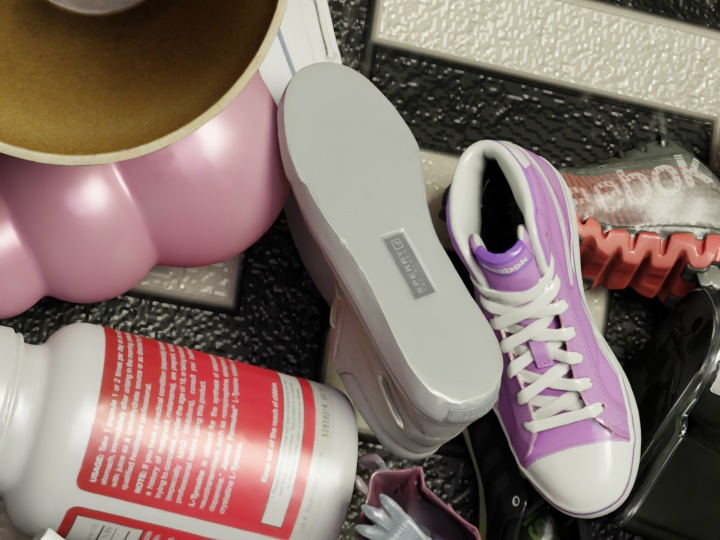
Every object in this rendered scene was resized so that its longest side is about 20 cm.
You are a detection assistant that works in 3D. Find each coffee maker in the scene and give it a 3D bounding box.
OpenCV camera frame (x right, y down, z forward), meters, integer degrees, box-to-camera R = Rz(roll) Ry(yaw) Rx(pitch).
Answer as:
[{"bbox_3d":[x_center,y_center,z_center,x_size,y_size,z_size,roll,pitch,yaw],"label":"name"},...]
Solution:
[{"bbox_3d":[0.234,0.130,1.093,0.200,0.135,0.192,23,88,-9],"label":"coffee maker"}]

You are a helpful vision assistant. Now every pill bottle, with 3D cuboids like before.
[{"bbox_3d":[-0.111,0.091,1.002,0.200,0.112,0.112,16,79,-16],"label":"pill bottle"}]

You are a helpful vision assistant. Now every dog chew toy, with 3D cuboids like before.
[{"bbox_3d":[-0.137,-0.041,1.010,0.200,0.125,0.125,-27,92,-12],"label":"dog chew toy"}]

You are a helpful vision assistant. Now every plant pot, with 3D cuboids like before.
[{"bbox_3d":[-0.128,-0.158,0.918,0.186,0.200,0.187,-1,103,-4],"label":"plant pot"}]

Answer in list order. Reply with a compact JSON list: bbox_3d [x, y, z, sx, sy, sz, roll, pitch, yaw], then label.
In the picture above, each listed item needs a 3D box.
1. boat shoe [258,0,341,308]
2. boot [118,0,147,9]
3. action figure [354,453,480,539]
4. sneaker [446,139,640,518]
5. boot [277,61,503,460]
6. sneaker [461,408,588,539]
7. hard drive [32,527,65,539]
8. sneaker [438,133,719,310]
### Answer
[{"bbox_3d":[-0.015,-0.070,1.075,0.065,0.074,0.200,-19,90,-15],"label":"boat shoe"},{"bbox_3d":[-0.164,-0.198,1.052,0.107,0.075,0.200,-24,96,-1],"label":"boot"},{"bbox_3d":[0.048,0.164,1.005,0.149,0.200,0.134,10,76,10],"label":"action figure"},{"bbox_3d":[0.085,0.030,1.007,0.073,0.114,0.201,-19,79,13],"label":"sneaker"},{"bbox_3d":[0.000,0.000,0.999,0.074,0.096,0.200,-13,70,-27],"label":"boot"},{"bbox_3d":[0.102,0.113,1.085,0.072,0.083,0.200,-3,84,-19],"label":"sneaker"},{"bbox_3d":[-0.108,0.232,0.910,0.200,0.026,0.132,40,72,-11],"label":"hard drive"},{"bbox_3d":[0.145,-0.034,1.126,0.200,0.071,0.098,12,62,-6],"label":"sneaker"}]
